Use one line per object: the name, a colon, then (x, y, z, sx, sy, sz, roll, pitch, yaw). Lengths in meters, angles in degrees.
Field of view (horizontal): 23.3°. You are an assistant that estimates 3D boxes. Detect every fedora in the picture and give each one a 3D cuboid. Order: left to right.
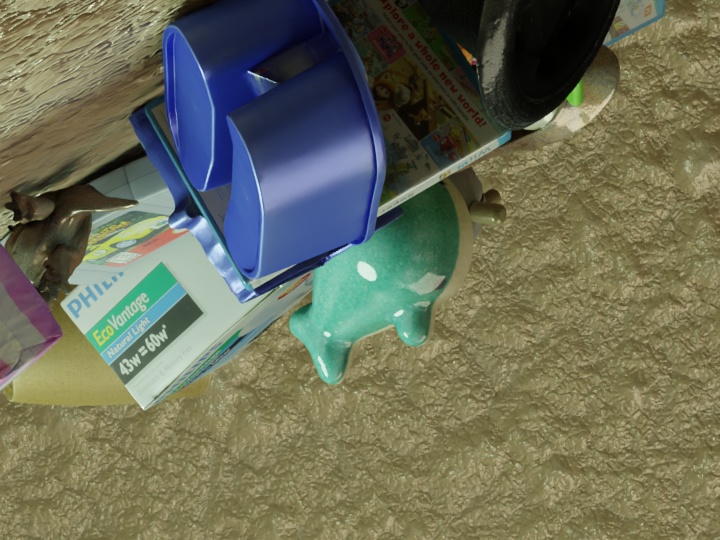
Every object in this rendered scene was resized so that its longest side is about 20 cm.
fedora: (0.096, -0.187, 1.095, 0.201, 0.091, 0.201, -47, 154, -33)

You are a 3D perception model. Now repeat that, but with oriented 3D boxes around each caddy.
caddy: (-0.042, -0.086, 1.019, 0.104, 0.142, 0.200, -26, 160, -16)

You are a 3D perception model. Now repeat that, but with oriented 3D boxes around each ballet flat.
ballet flat: (0.115, -0.123, 1.380, 0.199, 0.069, 0.067, -27, 163, 40)

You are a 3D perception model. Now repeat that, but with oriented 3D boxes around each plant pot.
plant pot: (-0.280, 0.065, 1.814, 0.199, 0.188, 0.186, -15, 173, -24)

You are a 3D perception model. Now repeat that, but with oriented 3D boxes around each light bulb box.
light bulb box: (-0.129, 0.001, 1.573, 0.198, 0.125, 0.200, -41, 176, 21)

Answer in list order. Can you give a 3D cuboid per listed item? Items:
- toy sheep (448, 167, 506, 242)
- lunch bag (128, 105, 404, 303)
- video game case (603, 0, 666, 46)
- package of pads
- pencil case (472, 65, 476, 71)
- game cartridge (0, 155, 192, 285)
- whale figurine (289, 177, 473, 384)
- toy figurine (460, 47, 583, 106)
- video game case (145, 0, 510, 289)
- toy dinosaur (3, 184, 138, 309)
toy sheep: (0.046, -0.061, 1.516, 0.199, 0.139, 0.137, 2, -157, 43)
lunch bag: (-0.081, -0.062, 1.257, 0.094, 0.151, 0.200, -31, 179, 33)
video game case: (0.187, -0.241, 1.439, 0.199, 0.144, 0.018, -30, -136, -32)
package of pads: (-0.279, 0.035, 1.154, 0.075, 0.121, 0.200, -36, -178, -31)
pencil case: (0.100, -0.199, 1.456, 0.199, 0.094, 0.091, -29, 178, -40)
game cartridge: (-0.194, -0.040, 1.408, 0.199, 0.041, 0.133, -27, 161, 26)
whale figurine: (0.000, 0.000, 1.407, 0.103, 0.160, 0.200, 6, 132, -48)
toy figurine: (0.050, -0.167, 1.276, 0.183, 0.151, 0.200, -18, -171, 3)
video game case: (-0.022, -0.097, 1.145, 0.199, 0.144, 0.018, -30, 163, -5)
toy dinosaur: (-0.237, -0.015, 1.297, 0.200, 0.086, 0.136, -44, -178, 21)
